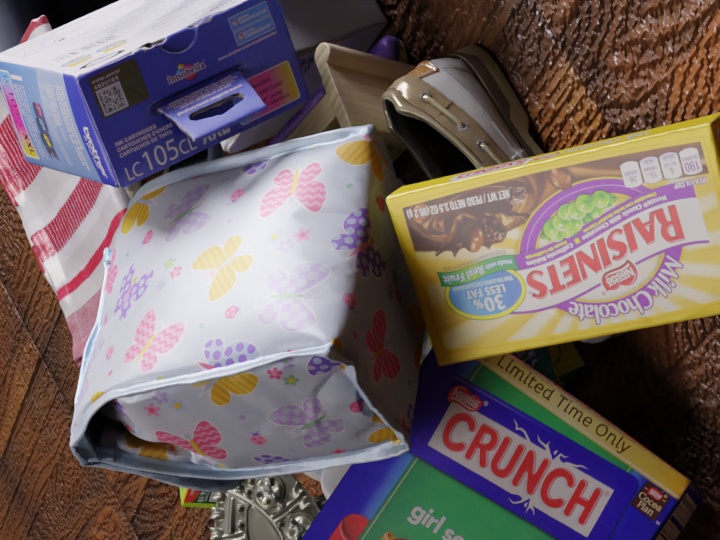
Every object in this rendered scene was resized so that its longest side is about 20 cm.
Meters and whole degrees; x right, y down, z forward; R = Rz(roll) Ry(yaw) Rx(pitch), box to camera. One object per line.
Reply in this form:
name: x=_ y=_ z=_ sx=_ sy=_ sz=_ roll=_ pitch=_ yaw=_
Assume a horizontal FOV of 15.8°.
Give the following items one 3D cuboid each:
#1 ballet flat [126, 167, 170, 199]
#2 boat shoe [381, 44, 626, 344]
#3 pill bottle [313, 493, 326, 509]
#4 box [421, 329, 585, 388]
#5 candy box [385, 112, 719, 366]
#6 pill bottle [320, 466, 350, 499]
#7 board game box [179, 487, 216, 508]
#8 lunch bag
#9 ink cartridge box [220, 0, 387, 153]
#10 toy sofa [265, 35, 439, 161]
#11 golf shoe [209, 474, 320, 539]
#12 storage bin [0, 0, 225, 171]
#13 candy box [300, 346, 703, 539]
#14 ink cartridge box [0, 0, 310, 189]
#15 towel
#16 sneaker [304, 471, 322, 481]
ballet flat: x=-0.158 y=-0.060 z=1.728 sx=0.064 sy=0.067 sz=0.201 roll=-25 pitch=-57 yaw=-78
boat shoe: x=0.082 y=-0.036 z=1.502 sx=0.201 sy=0.068 sz=0.075 roll=57 pitch=152 yaw=22
pill bottle: x=-0.015 y=0.207 z=1.727 sx=0.116 sy=0.199 sz=0.117 roll=41 pitch=143 yaw=41
box: x=0.070 y=0.045 z=1.615 sx=0.118 sy=0.048 sz=0.200 roll=61 pitch=156 yaw=14
candy box: x=0.116 y=-0.014 z=1.394 sx=0.199 sy=0.026 sz=0.103 roll=-12 pitch=103 yaw=31
pill bottle: x=0.062 y=0.187 z=1.609 sx=0.113 sy=0.113 sz=0.201 roll=15 pitch=141 yaw=58
board game box: x=-0.096 y=0.046 z=1.714 sx=0.102 sy=0.047 sz=0.201 roll=113 pitch=154 yaw=-45
lunch bag: x=-0.065 y=0.028 z=1.489 sx=0.199 sy=0.170 sz=0.127 roll=-11 pitch=138 yaw=24
ink cartridge box: x=-0.080 y=-0.198 z=1.670 sx=0.201 sy=0.083 sz=0.145 roll=62 pitch=154 yaw=12
toy sofa: x=-0.043 y=-0.060 z=1.609 sx=0.200 sy=0.082 sz=0.098 roll=-46 pitch=50 yaw=35
golf shoe: x=-0.028 y=0.207 z=1.623 sx=0.201 sy=0.078 sz=0.097 roll=65 pitch=-166 yaw=4
storage bin: x=-0.159 y=-0.144 z=1.820 sx=0.134 sy=0.145 sz=0.201 roll=-44 pitch=-67 yaw=-81
candy box: x=0.070 y=0.157 z=1.474 sx=0.169 sy=0.201 sz=0.077 roll=34 pitch=176 yaw=16
ink cartridge box: x=-0.122 y=-0.113 z=1.545 sx=0.200 sy=0.136 sz=0.077 roll=15 pitch=128 yaw=65
towel: x=-0.194 y=-0.048 z=1.711 sx=0.201 sy=0.023 sz=0.144 roll=65 pitch=149 yaw=13
sneaker: x=-0.025 y=0.053 z=1.767 sx=0.130 sy=0.079 sz=0.201 roll=-2 pitch=108 yaw=64
